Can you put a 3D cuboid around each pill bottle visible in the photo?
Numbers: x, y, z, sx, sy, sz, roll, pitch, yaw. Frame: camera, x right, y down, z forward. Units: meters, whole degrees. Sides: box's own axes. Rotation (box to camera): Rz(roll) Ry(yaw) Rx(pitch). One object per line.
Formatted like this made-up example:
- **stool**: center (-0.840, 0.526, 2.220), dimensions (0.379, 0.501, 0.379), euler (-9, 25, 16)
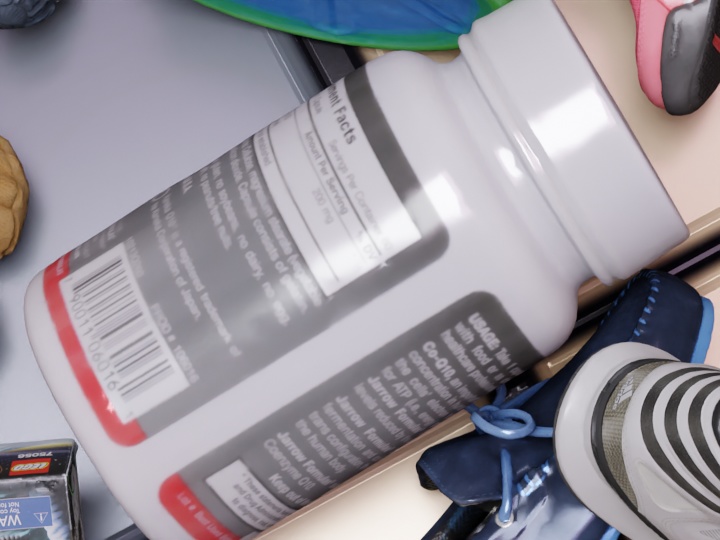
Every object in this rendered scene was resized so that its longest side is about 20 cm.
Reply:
- **pill bottle**: center (0.000, 0.000, 0.938), dimensions (0.199, 0.114, 0.114), euler (-31, 80, 7)

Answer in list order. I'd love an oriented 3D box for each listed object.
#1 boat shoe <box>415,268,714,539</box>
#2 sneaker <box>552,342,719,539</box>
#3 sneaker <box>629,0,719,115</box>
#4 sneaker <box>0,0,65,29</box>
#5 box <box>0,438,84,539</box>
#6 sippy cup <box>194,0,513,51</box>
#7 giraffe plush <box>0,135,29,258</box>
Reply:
- **boat shoe**: center (0.047, 0.080, 0.953), dimensions (0.068, 0.084, 0.201), euler (33, 79, -5)
- **sneaker**: center (0.161, 0.093, 0.899), dimensions (0.200, 0.115, 0.076), euler (33, 78, -26)
- **sneaker**: center (0.088, -0.148, 1.013), dimensions (0.086, 0.074, 0.202), euler (-7, 75, 14)
- **sneaker**: center (-0.144, -0.177, 1.021), dimensions (0.086, 0.078, 0.201), euler (-8, 72, 12)
- **box**: center (-0.187, 0.133, 0.945), dimensions (0.199, 0.040, 0.138), euler (-5, 107, 0)
- **sippy cup**: center (-0.003, -0.158, 0.972), dimensions (0.177, 0.140, 0.131), euler (11, 78, 2)
- **giraffe plush**: center (-0.222, -0.019, 0.938), dimensions (0.199, 0.162, 0.174), euler (16, 81, 4)
